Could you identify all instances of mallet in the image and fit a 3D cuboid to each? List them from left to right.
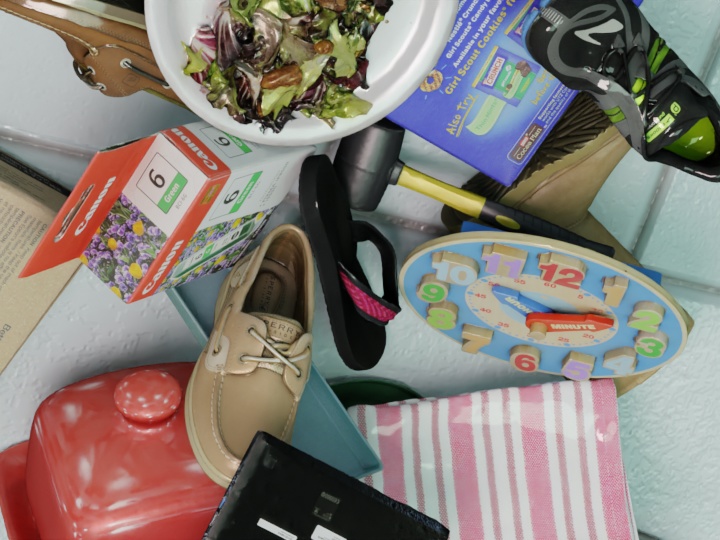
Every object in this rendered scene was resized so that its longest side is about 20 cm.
[{"bbox_3d":[0.071,-0.036,1.603,0.200,0.041,0.066,29,110,1],"label":"mallet"}]

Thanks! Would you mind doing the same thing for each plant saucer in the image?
[{"bbox_3d":[-0.065,0.064,1.574,0.070,0.200,0.019,-18,155,-44],"label":"plant saucer"}]

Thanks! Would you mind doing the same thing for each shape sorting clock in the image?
[{"bbox_3d":[0.123,0.028,1.616,0.200,0.039,0.200,12,151,7],"label":"shape sorting clock"}]

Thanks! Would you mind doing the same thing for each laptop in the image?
[{"bbox_3d":[-0.072,0.209,1.511,0.177,0.103,0.200,31,84,-38],"label":"laptop"}]

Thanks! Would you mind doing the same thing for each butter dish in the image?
[{"bbox_3d":[-0.136,0.127,1.558,0.199,0.200,0.148,-12,133,-12],"label":"butter dish"}]

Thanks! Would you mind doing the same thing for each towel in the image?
[{"bbox_3d":[0.094,0.154,1.666,0.200,0.030,0.147,-6,79,-14],"label":"towel"}]

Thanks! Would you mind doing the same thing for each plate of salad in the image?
[{"bbox_3d":[-0.032,-0.164,1.458,0.200,0.048,0.200,-7,118,-13],"label":"plate of salad"}]

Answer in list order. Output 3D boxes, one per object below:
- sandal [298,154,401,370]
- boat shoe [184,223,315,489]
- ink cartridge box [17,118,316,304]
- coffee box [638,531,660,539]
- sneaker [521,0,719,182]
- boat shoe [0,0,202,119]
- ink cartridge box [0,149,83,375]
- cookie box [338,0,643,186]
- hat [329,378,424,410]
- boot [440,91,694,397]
[{"bbox_3d":[0.000,0.000,1.595,0.045,0.075,0.200,-4,142,10],"label":"sandal"},{"bbox_3d":[-0.066,0.053,1.519,0.071,0.200,0.065,19,135,-17],"label":"boat shoe"},{"bbox_3d":[-0.118,-0.038,1.498,0.109,0.050,0.200,-55,164,27],"label":"ink cartridge box"},{"bbox_3d":[0.170,0.241,1.778,0.200,0.114,0.080,24,109,-26],"label":"coffee box"},{"bbox_3d":[0.181,-0.121,1.530,0.071,0.083,0.200,-48,128,9],"label":"sneaker"},{"bbox_3d":[-0.152,-0.140,1.502,0.200,0.072,0.068,17,108,-25],"label":"boat shoe"},{"bbox_3d":[-0.292,0.005,1.529,0.165,0.075,0.200,31,102,-30],"label":"ink cartridge box"},{"bbox_3d":[0.060,-0.178,1.551,0.200,0.075,0.171,28,105,-28],"label":"cookie box"},{"bbox_3d":[-0.002,0.197,1.661,0.200,0.176,0.166,-41,121,5],"label":"hat"},{"bbox_3d":[0.175,-0.020,1.679,0.175,0.066,0.200,-34,121,15],"label":"boot"}]
